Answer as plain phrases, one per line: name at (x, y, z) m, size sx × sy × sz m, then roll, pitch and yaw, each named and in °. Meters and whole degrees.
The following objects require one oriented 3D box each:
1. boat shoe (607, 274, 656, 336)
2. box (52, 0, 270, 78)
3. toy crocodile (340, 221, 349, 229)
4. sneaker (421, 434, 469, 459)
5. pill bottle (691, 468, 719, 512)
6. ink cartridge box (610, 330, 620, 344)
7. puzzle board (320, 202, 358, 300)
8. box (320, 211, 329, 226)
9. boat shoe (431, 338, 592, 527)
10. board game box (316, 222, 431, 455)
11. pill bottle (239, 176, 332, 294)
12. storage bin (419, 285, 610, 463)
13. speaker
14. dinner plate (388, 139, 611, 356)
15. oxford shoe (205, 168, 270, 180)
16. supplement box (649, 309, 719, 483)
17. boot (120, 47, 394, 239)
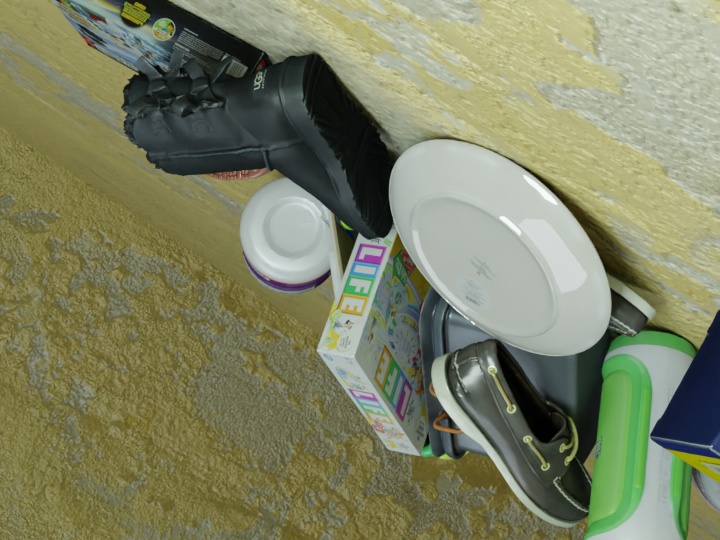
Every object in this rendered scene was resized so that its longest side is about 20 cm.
boat shoe at (0.136, 0.011, 1.117) m, size 0.201 × 0.061 × 0.072 m, roll 27°, pitch 171°, yaw 31°
box at (-0.157, -0.182, 1.162) m, size 0.200 × 0.040 × 0.137 m, roll 30°, pitch 171°, yaw 13°
toy crocodile at (0.039, -0.043, 1.230) m, size 0.067 × 0.062 × 0.200 m, roll 3°, pitch 151°, yaw 34°
sneaker at (0.052, 0.086, 1.352) m, size 0.083 × 0.074 × 0.201 m, roll -11°, pitch -108°, yaw -49°
pill bottle at (0.331, 0.153, 1.149) m, size 0.109 × 0.109 × 0.200 m, roll 31°, pitch 173°, yaw 1°
ink cartridge box at (0.216, 0.082, 1.394) m, size 0.162 × 0.050 × 0.200 m, roll 32°, pitch 175°, yaw -17°
puzzle board at (0.000, 0.000, 1.285) m, size 0.017 × 0.201 × 0.151 m, roll -17°, pitch 154°, yaw 16°
box at (0.014, -0.031, 1.473) m, size 0.041 × 0.039 × 0.200 m, roll 22°, pitch 169°, yaw 23°
boat shoe at (0.139, 0.134, 1.145) m, size 0.060 × 0.072 × 0.201 m, roll -28°, pitch 119°, yaw 29°
board game box at (0.030, 0.056, 1.204) m, size 0.034 × 0.135 × 0.200 m, roll 9°, pitch 154°, yaw 24°
pill bottle at (-0.075, -0.034, 1.546) m, size 0.112 × 0.113 × 0.200 m, roll 31°, pitch 173°, yaw 0°
storage bin at (0.138, 0.089, 1.229) m, size 0.134 × 0.146 × 0.201 m, roll 16°, pitch 134°, yaw 27°
speaker at (0.232, 0.155, 1.159) m, size 0.088 × 0.201 × 0.089 m, roll 9°, pitch 153°, yaw 5°
dinner plate at (0.095, -0.009, 1.042) m, size 0.200 × 0.024 × 0.201 m, roll 34°, pitch 150°, yaw 22°
oxford shoe at (-0.133, -0.130, 1.399) m, size 0.074 × 0.071 × 0.200 m, roll 4°, pitch -167°, yaw -41°
supplement box at (0.322, 0.123, 0.971) m, size 0.200 × 0.109 × 0.110 m, roll 32°, pitch 172°, yaw -7°
boot at (-0.077, -0.091, 1.075) m, size 0.162 × 0.074 × 0.198 m, roll -3°, pitch 146°, yaw 26°
